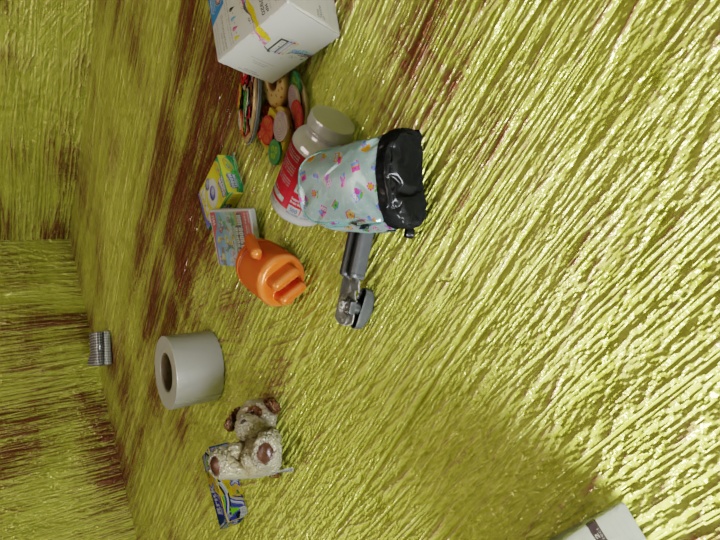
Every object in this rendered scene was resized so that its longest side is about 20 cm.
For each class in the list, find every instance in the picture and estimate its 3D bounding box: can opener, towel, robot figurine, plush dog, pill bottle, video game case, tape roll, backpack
[{"bbox_3d":[0.000,0.000,0.974,0.053,0.066,0.205,12,90,52],"label":"can opener"},{"bbox_3d":[-1.269,0.379,2.683,0.198,0.084,0.170,-15,80,53],"label":"towel"},{"bbox_3d":[-0.194,0.000,1.173,0.199,0.142,0.119,28,98,49],"label":"robot figurine"},{"bbox_3d":[-0.236,0.379,1.272,0.197,0.160,0.175,-22,58,23],"label":"plush dog"},{"bbox_3d":[-0.086,-0.190,1.015,0.113,0.110,0.202,57,135,33],"label":"pill bottle"},{"bbox_3d":[-0.308,-0.080,1.367,0.198,0.017,0.147,6,108,48],"label":"video game case"},{"bbox_3d":[-0.487,0.279,1.573,0.201,0.137,0.208,7,99,52],"label":"tape roll"},{"bbox_3d":[-0.001,-0.136,0.875,0.197,0.125,0.171,-3,85,39],"label":"backpack"}]

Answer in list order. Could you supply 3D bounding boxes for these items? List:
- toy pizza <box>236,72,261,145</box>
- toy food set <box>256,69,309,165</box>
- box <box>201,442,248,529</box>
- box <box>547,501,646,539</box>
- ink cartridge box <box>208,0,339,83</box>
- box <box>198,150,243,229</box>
[{"bbox_3d":[-0.258,-0.390,1.258,0.199,0.031,0.206,-179,90,-68],"label":"toy pizza"},{"bbox_3d":[-0.167,-0.330,1.167,0.199,0.048,0.203,51,131,38],"label":"toy food set"},{"bbox_3d":[-0.367,0.579,1.496,0.070,0.063,0.203,-51,53,41],"label":"box"},{"bbox_3d":[0.246,0.400,0.598,0.201,0.129,0.201,-56,51,39],"label":"box"},{"bbox_3d":[-0.162,-0.480,1.033,0.197,0.143,0.151,-20,76,36],"label":"ink cartridge box"},{"bbox_3d":[-0.362,-0.208,1.443,0.200,0.048,0.119,-43,60,44],"label":"box"}]
